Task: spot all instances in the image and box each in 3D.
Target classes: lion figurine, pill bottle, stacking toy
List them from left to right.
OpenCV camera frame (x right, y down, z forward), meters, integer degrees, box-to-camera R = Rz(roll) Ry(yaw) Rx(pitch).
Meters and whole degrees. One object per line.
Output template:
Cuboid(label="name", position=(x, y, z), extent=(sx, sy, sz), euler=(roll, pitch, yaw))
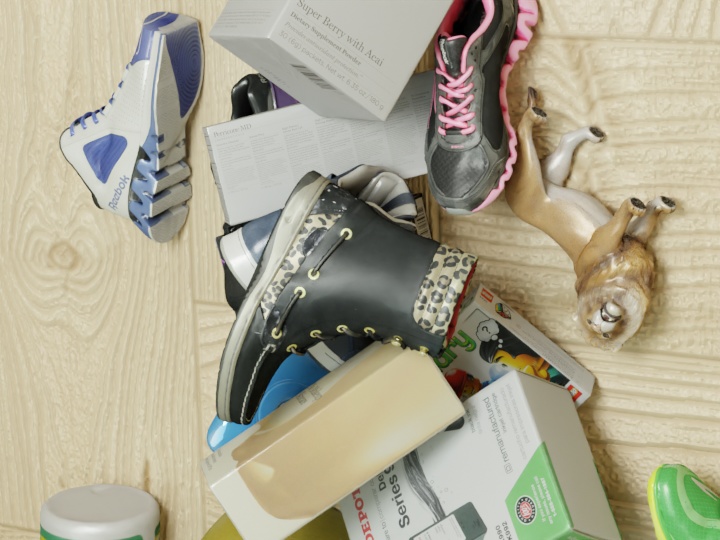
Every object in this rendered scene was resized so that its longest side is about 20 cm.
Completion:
Cuboid(label="pill bottle", position=(-0.242, 0.312, 1.888), extent=(0.112, 0.113, 0.201), euler=(8, 107, 27))
Cuboid(label="stacking toy", position=(-0.084, 0.137, 1.742), extent=(0.109, 0.117, 0.200), euler=(32, 163, -10))
Cuboid(label="lion figurine", position=(0.170, -0.040, 1.608), extent=(0.200, 0.072, 0.123), euler=(51, 129, 25))

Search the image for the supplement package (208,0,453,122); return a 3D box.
Cuboid(label="supplement package", position=(-0.002, -0.231, 1.545), extent=(0.201, 0.121, 0.120), euler=(-61, 26, -8))

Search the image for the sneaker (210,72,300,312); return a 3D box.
Cuboid(label="sneaker", position=(-0.098, -0.066, 1.695), extent=(0.075, 0.087, 0.201), euler=(8, 85, 45))

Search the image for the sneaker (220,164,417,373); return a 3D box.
Cuboid(label="sneaker", position=(0.000, 0.001, 1.627), extent=(0.146, 0.202, 0.077), euler=(-34, 47, 10))

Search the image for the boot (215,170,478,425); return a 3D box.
Cuboid(label="boot", position=(-0.013, 0.045, 1.522), extent=(0.153, 0.073, 0.205), euler=(23, 98, 7))

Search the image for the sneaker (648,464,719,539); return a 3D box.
Cuboid(label="sneaker", position=(0.306, 0.221, 1.578), extent=(0.200, 0.074, 0.084), euler=(47, 127, 1))

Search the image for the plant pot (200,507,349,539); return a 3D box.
Cuboid(label="plant pot", position=(-0.091, 0.312, 1.787), extent=(0.199, 0.142, 0.201), euler=(7, 106, 26))

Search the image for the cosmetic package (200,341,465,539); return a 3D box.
Cuboid(label="cosmetic package", position=(-0.024, 0.132, 1.593), extent=(0.199, 0.105, 0.071), euler=(-35, 100, -5))

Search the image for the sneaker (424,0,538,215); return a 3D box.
Cuboid(label="sneaker", position=(0.080, -0.146, 1.571), extent=(0.079, 0.095, 0.201), euler=(3, 78, 27))

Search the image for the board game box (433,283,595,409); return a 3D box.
Cuboid(label="board game box", position=(0.084, 0.119, 1.683), extent=(0.126, 0.035, 0.200), euler=(38, 119, -7))

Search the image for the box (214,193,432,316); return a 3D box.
Cuboid(label="box", position=(-0.022, 0.021, 1.739), extent=(0.199, 0.036, 0.144), euler=(-10, 99, 29))

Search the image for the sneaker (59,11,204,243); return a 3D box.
Cuboid(label="sneaker", position=(-0.210, -0.131, 1.779), extent=(0.115, 0.080, 0.201), euler=(16, 111, 22))

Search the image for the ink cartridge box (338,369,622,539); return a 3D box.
Cuboid(label="ink cartridge box", position=(0.091, 0.195, 1.610), extent=(0.200, 0.084, 0.147), euler=(-35, 56, 26))

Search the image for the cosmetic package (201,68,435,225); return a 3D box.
Cuboid(label="cosmetic package", position=(-0.022, -0.102, 1.638), extent=(0.199, 0.051, 0.083), euler=(-14, 98, -8))
